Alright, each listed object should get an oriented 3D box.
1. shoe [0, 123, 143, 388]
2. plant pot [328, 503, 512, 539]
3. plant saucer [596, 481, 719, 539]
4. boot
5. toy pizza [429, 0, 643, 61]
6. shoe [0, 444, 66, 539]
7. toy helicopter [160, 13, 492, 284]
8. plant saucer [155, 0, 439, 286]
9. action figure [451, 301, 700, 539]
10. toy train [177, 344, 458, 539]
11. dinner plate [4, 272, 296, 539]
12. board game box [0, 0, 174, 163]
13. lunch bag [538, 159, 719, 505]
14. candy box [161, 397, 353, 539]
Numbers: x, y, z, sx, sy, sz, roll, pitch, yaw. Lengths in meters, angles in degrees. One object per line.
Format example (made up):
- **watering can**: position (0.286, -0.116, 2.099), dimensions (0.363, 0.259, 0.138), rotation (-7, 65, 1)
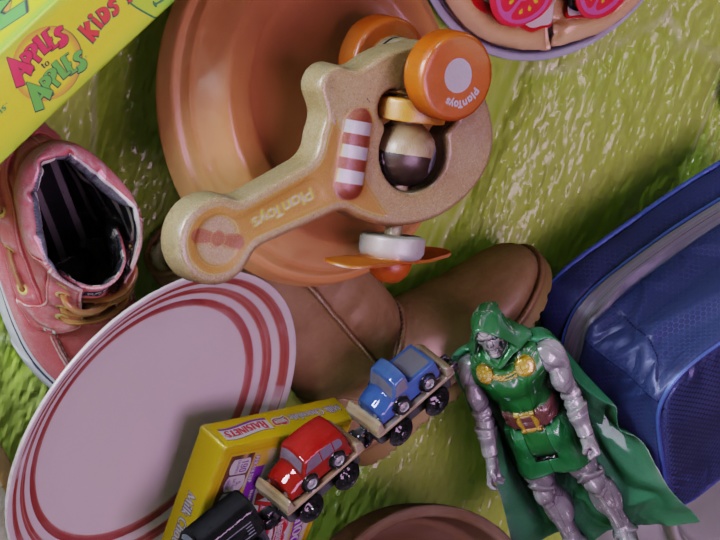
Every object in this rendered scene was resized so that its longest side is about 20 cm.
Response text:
- **shoe**: position (-0.148, 0.005, 1.383), dimensions (0.071, 0.091, 0.201), rotation (-32, 125, -18)
- **plant pot**: position (0.014, 0.236, 1.576), dimensions (0.200, 0.093, 0.202), rotation (0, 90, -37)
- **plant saucer**: position (0.229, 0.133, 1.721), dimensions (0.200, 0.050, 0.201), rotation (-14, 118, -29)
- **boot**: position (0.000, 0.000, 1.497), dimensions (0.175, 0.066, 0.200), rotation (-46, 127, -6)
- **toy pizza**: position (0.116, -0.213, 1.504), dimensions (0.200, 0.032, 0.201), rotation (-14, 117, -29)
- **shoe**: position (-0.218, 0.107, 1.394), dimensions (0.053, 0.070, 0.200), rotation (-46, 131, -19)
- **toy helicopter**: position (-0.014, -0.040, 1.365), dimensions (0.200, 0.079, 0.133), rotation (-28, 116, -27)
- **plant saucer**: position (-0.020, -0.092, 1.418), dimensions (0.200, 0.037, 0.201), rotation (0, 89, -40)
- **action figure**: position (0.106, 0.094, 1.528), dimensions (0.118, 0.055, 0.200), rotation (-16, 125, 20)
- **toy train**: position (-0.025, 0.104, 1.453), dimensions (0.200, 0.034, 0.046), rotation (-39, 134, -17)
- **dinner plate**: position (-0.115, 0.083, 1.422), dimensions (0.200, 0.024, 0.201), rotation (-34, 144, -30)
- **board game box**: position (-0.165, -0.125, 1.308), dimensions (0.200, 0.102, 0.048), rotation (-44, 128, -10)
- **lunch bag**: position (0.198, 0.034, 1.607), dimensions (0.200, 0.132, 0.136), rotation (-32, 142, -19)
- **candy box**: position (-0.075, 0.165, 1.505), dimensions (0.102, 0.026, 0.200), rotation (-12, 132, -46)
